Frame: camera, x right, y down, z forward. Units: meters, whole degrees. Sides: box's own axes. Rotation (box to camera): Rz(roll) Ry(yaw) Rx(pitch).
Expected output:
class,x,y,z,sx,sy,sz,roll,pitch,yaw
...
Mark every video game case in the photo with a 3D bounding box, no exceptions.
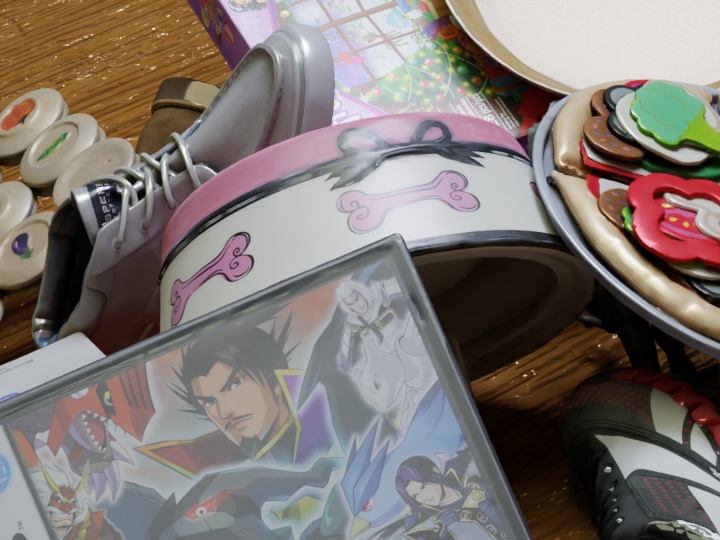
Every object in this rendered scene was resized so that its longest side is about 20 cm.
class,x,y,z,sx,sy,sz,roll,pitch,yaw
video game case,-0.041,0.105,0.891,0.199,0.026,0.182,-23,71,-1

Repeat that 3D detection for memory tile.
class,x,y,z,sx,sy,sz,roll,pitch,yaw
memory tile,-0.209,-0.010,1.226,0.200,0.017,0.153,-43,37,-8

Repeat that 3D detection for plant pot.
class,x,y,z,sx,sy,sz,roll,pitch,yaw
plant pot,0.134,-0.157,1.157,0.198,0.028,0.201,-2,60,3

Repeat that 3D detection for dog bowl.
class,x,y,z,sx,sy,sz,roll,pitch,yaw
dog bowl,0.000,0.000,1.038,0.198,0.200,0.074,-13,70,-6

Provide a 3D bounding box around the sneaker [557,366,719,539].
class,x,y,z,sx,sy,sz,roll,pitch,yaw
sneaker,0.123,0.102,0.947,0.097,0.071,0.200,-19,31,-20

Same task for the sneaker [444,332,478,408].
class,x,y,z,sx,sy,sz,roll,pitch,yaw
sneaker,0.010,0.101,0.969,0.074,0.088,0.200,-1,31,10

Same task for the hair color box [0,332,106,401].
class,x,y,z,sx,sy,sz,roll,pitch,yaw
hair color box,-0.125,0.108,1.025,0.110,0.064,0.200,-23,32,-22

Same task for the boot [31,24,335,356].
class,x,y,z,sx,sy,sz,roll,pitch,yaw
boot,-0.087,-0.031,1.105,0.095,0.201,0.074,5,34,-32

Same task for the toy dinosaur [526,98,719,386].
class,x,y,z,sx,sy,sz,roll,pitch,yaw
toy dinosaur,0.122,0.016,1.076,0.047,0.088,0.201,-29,56,4

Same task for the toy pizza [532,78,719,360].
class,x,y,z,sx,sy,sz,roll,pitch,yaw
toy pizza,0.169,-0.027,1.006,0.199,0.032,0.201,14,37,-10

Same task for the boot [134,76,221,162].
class,x,y,z,sx,sy,sz,roll,pitch,yaw
boot,-0.026,-0.035,1.198,0.199,0.074,0.076,14,65,21

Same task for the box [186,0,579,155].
class,x,y,z,sx,sy,sz,roll,pitch,yaw
box,0.008,-0.114,1.173,0.136,0.039,0.201,-21,56,-19
